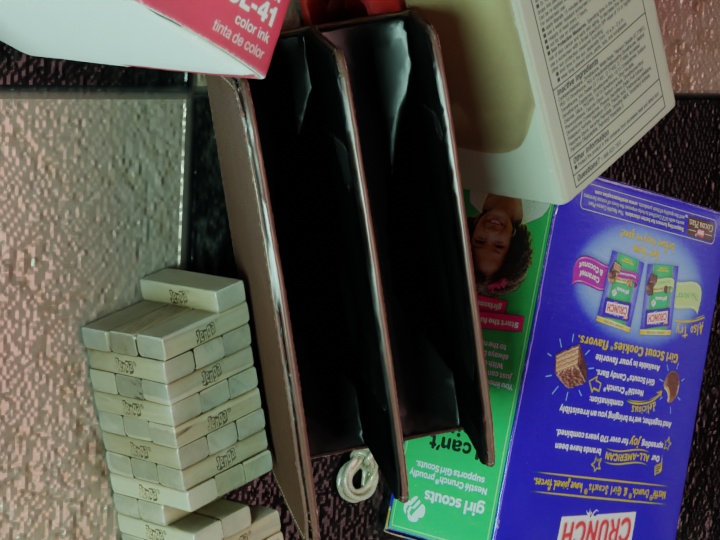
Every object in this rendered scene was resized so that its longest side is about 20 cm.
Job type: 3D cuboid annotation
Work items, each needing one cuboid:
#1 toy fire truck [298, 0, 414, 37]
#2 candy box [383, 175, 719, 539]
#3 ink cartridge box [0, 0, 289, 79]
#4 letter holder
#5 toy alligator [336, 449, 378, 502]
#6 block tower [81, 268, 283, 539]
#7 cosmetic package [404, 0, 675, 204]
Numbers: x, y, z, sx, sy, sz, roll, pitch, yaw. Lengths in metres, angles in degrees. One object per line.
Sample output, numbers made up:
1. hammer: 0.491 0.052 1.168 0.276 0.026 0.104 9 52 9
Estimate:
1. toy fire truck: 0.026 -0.211 0.997 0.141 0.049 0.201 -22 113 -44
2. candy box: 0.109 0.053 1.113 0.169 0.077 0.201 12 87 -49
3. ink cartridge box: -0.080 -0.184 0.814 0.085 0.147 0.201 29 77 -46
4. letter holder: 0.000 0.000 0.908 0.100 0.142 0.201 -10 104 -6
5. toy alligator: 0.021 0.020 1.027 0.059 0.054 0.201 -4 100 -46
6. block tower: -0.073 0.104 0.941 0.058 0.054 0.201 -24 113 -43
7. cosmetic package: 0.075 -0.143 0.972 0.105 0.071 0.201 -38 125 -37
